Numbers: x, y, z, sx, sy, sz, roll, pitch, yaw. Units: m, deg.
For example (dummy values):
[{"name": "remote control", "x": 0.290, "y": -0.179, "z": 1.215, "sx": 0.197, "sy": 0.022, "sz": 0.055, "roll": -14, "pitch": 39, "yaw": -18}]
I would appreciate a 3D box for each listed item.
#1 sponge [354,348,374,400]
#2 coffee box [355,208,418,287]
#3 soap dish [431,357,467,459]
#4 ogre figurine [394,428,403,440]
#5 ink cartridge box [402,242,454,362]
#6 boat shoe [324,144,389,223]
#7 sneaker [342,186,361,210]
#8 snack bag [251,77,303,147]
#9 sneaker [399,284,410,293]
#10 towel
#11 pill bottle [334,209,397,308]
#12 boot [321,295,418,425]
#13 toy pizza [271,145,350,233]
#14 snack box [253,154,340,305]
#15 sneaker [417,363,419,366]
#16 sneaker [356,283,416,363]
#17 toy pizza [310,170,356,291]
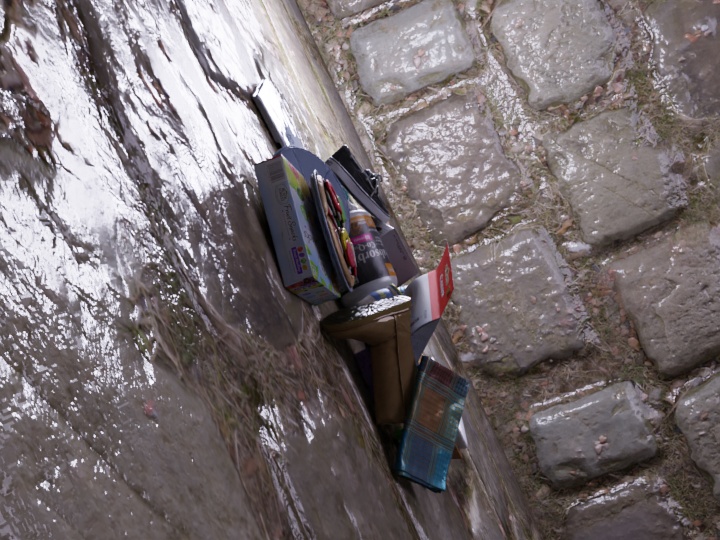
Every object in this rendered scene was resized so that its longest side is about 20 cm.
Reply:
[{"name": "sponge", "x": 0.041, "y": 0.195, "z": 1.611, "sx": 0.112, "sy": 0.030, "sz": 0.200, "roll": 65, "pitch": 8, "yaw": 9}, {"name": "coffee box", "x": 0.023, "y": -0.042, "z": 1.811, "sx": 0.113, "sy": 0.080, "sz": 0.200, "roll": 60, "pitch": -11, "yaw": -24}, {"name": "soap dish", "x": 0.158, "y": 0.293, "z": 1.894, "sx": 0.158, "sy": 0.081, "sz": 0.200, "roll": 62, "pitch": 8, "yaw": -21}, {"name": "ogre figurine", "x": 0.117, "y": 0.291, "z": 1.585, "sx": 0.098, "sy": 0.201, "sz": 0.120, "roll": 22, "pitch": 9, "yaw": 17}, {"name": "ink cartridge box", "x": 0.117, "y": 0.062, "z": 1.694, "sx": 0.162, "sy": 0.050, "sz": 0.201, "roll": -89, "pitch": -164, "yaw": -56}, {"name": "boat shoe", "x": 0.008, "y": -0.172, "z": 1.772, "sx": 0.199, "sy": 0.068, "sz": 0.074, "roll": 45, "pitch": -3, "yaw": -33}, {"name": "sneaker", "x": -0.065, "y": -0.160, "z": 1.910, "sx": 0.091, "sy": 0.077, "sz": 0.200, "roll": 51, "pitch": -2, "yaw": 25}, {"name": "snack bag", "x": -0.158, "y": -0.283, "z": 1.787, "sx": 0.200, "sy": 0.021, "sz": 0.189, "roll": 62, "pitch": 9, "yaw": -20}, {"name": "sneaker", "x": 0.067, "y": 0.131, "z": 1.851, "sx": 0.075, "sy": 0.086, "sz": 0.201, "roll": 53, "pitch": 37, "yaw": -78}, {"name": "towel", "x": 0.121, "y": 0.258, "z": 1.476, "sx": 0.147, "sy": 0.022, "sz": 0.201, "roll": 34, "pitch": 66, "yaw": -45}, {"name": "pill bottle", "x": 0.000, "y": 0.000, "z": 1.625, "sx": 0.201, "sy": 0.116, "sz": 0.116, "roll": 66, "pitch": 8, "yaw": 12}, {"name": "boot", "x": 0.027, "y": 0.155, "z": 1.430, "sx": 0.066, "sy": 0.175, "sz": 0.201, "roll": 13, "pitch": -67, "yaw": 57}, {"name": "toy pizza", "x": -0.091, "y": -0.118, "z": 1.517, "sx": 0.200, "sy": 0.032, "sz": 0.201, "roll": 31, "pitch": 47, "yaw": -40}, {"name": "snack box", "x": -0.095, "y": -0.058, "z": 1.351, "sx": 0.142, "sy": 0.053, "sz": 0.201, "roll": 39, "pitch": 34, "yaw": -69}, {"name": "sneaker", "x": 0.091, "y": 0.216, "z": 1.767, "sx": 0.078, "sy": 0.070, "sz": 0.201, "roll": 60, "pitch": 15, "yaw": -56}, {"name": "sneaker", "x": 0.042, "y": 0.126, "z": 1.514, "sx": 0.074, "sy": 0.082, "sz": 0.201, "roll": 16, "pitch": -61, "yaw": 65}, {"name": "toy pizza", "x": -0.036, "y": -0.065, "z": 1.408, "sx": 0.200, "sy": 0.032, "sz": 0.201, "roll": -17, "pitch": 90, "yaw": -87}]
